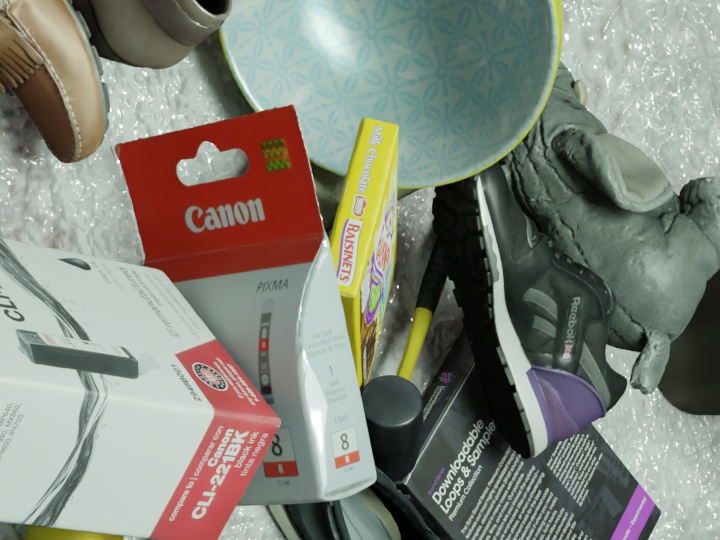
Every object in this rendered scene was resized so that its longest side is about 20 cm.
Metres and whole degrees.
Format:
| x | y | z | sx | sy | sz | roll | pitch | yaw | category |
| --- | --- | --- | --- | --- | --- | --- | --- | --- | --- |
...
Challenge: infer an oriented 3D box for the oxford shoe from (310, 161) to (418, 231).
| x | y | z | sx | sy | sz | roll | pitch | yaw | category |
| --- | --- | --- | --- | --- | --- | --- | --- | --- | --- |
| 0.015 | -0.074 | 1.416 | 0.200 | 0.074 | 0.071 | -32 | 110 | -40 | oxford shoe |

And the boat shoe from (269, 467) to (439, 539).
| x | y | z | sx | sy | sz | roll | pitch | yaw | category |
| --- | --- | --- | --- | --- | --- | --- | --- | --- | --- |
| 0.021 | 0.177 | 1.398 | 0.075 | 0.066 | 0.200 | -47 | 116 | -37 | boat shoe |

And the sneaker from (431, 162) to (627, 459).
| x | y | z | sx | sy | sz | roll | pitch | yaw | category |
| --- | --- | --- | --- | --- | --- | --- | --- | --- | --- |
| 0.105 | 0.008 | 1.421 | 0.087 | 0.076 | 0.201 | -24 | 119 | -15 | sneaker |

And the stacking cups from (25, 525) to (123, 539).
| x | y | z | sx | sy | sz | roll | pitch | yaw | category |
| --- | --- | --- | --- | --- | --- | --- | --- | --- | --- |
| -0.159 | 0.212 | 1.231 | 0.060 | 0.060 | 0.202 | 17 | 75 | -41 | stacking cups |

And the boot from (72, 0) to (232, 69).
| x | y | z | sx | sy | sz | roll | pitch | yaw | category |
| --- | --- | --- | --- | --- | --- | --- | --- | --- | --- |
| -0.127 | -0.205 | 1.248 | 0.070 | 0.146 | 0.202 | -18 | 97 | -41 | boot |

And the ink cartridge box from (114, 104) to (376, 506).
| x | y | z | sx | sy | sz | roll | pitch | yaw | category |
| --- | --- | --- | --- | --- | --- | --- | --- | --- | --- |
| -0.077 | 0.024 | 1.258 | 0.050 | 0.162 | 0.202 | -19 | 98 | -42 | ink cartridge box |

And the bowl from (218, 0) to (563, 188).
| x | y | z | sx | sy | sz | roll | pitch | yaw | category |
| --- | --- | --- | --- | --- | --- | --- | --- | --- | --- |
| 0.028 | -0.159 | 1.349 | 0.201 | 0.199 | 0.108 | 62 | 29 | -19 | bowl |

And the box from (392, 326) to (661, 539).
| x | y | z | sx | sy | sz | roll | pitch | yaw | category |
| --- | --- | --- | --- | --- | --- | --- | --- | --- | --- |
| 0.103 | 0.144 | 1.502 | 0.200 | 0.036 | 0.143 | 52 | 53 | -28 | box |

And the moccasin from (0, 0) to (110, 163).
| x | y | z | sx | sy | sz | roll | pitch | yaw | category |
| --- | --- | --- | --- | --- | --- | --- | --- | --- | --- |
| -0.199 | -0.141 | 1.225 | 0.078 | 0.073 | 0.202 | -41 | 116 | -28 | moccasin |

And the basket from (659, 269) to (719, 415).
| x | y | z | sx | sy | sz | roll | pitch | yaw | category |
| --- | --- | --- | --- | --- | --- | --- | --- | --- | --- |
| 0.300 | 0.036 | 1.587 | 0.180 | 0.199 | 0.137 | -6 | 89 | -44 | basket |

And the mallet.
| x | y | z | sx | sy | sz | roll | pitch | yaw | category |
| --- | --- | --- | --- | --- | --- | --- | --- | --- | --- |
| 0.037 | 0.028 | 1.432 | 0.066 | 0.041 | 0.201 | 90 | 15 | -61 | mallet |

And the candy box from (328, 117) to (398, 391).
| x | y | z | sx | sy | sz | roll | pitch | yaw | category |
| --- | --- | --- | --- | --- | --- | --- | --- | --- | --- |
| 0.000 | 0.000 | 1.339 | 0.200 | 0.026 | 0.103 | 88 | 13 | -70 | candy box |

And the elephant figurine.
| x | y | z | sx | sy | sz | roll | pitch | yaw | category |
| --- | --- | --- | --- | --- | --- | --- | --- | --- | --- |
| 0.134 | -0.050 | 1.503 | 0.200 | 0.155 | 0.142 | 43 | 85 | -23 | elephant figurine |

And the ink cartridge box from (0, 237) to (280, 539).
| x | y | z | sx | sy | sz | roll | pitch | yaw | category |
| --- | --- | --- | --- | --- | --- | --- | --- | --- | --- |
| -0.163 | 0.054 | 1.176 | 0.199 | 0.144 | 0.084 | 11 | 116 | -42 | ink cartridge box |
